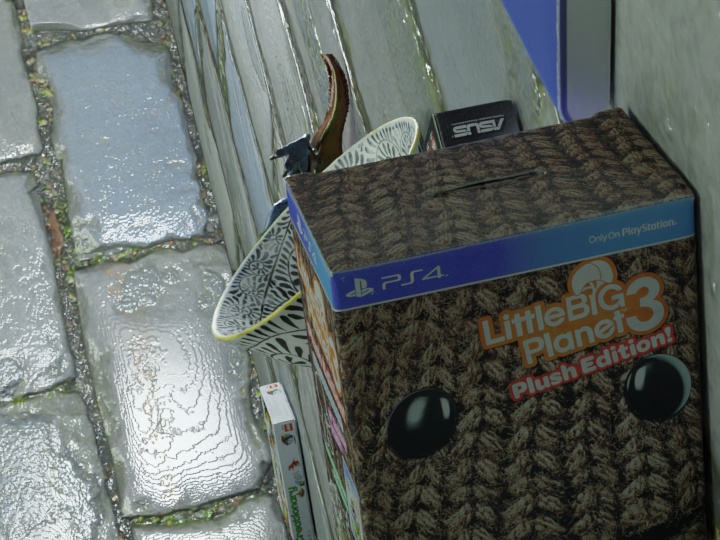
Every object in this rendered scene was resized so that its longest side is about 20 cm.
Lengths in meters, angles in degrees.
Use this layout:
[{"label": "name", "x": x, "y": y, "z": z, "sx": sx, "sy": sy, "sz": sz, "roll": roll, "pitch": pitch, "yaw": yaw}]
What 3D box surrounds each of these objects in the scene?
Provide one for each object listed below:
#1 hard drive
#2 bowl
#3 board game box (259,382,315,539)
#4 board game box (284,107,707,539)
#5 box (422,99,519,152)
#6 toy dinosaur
[{"label": "hard drive", "x": 0.077, "y": -0.181, "z": 1.025, "sx": 0.200, "sy": 0.025, "sz": 0.132, "roll": -110, "pitch": 11, "yaw": -48}, {"label": "bowl", "x": 0.000, "y": 0.000, "z": 1.459, "sx": 0.094, "sy": 0.201, "sz": 0.201, "roll": 43, "pitch": -178, "yaw": -16}, {"label": "board game box", "x": -0.103, "y": 0.275, "z": 3.045, "sx": 0.126, "sy": 0.035, "sz": 0.200, "roll": -118, "pitch": 18, "yaw": -66}, {"label": "board game box", "x": 0.064, "y": 0.049, "z": 0.964, "sx": 0.097, "sy": 0.159, "sz": 0.200, "roll": -117, "pitch": 16, "yaw": -60}, {"label": "box", "x": 0.073, "y": 0.011, "z": 1.262, "sx": 0.200, "sy": 0.048, "sz": 0.159, "roll": 101, "pitch": 156, "yaw": -72}, {"label": "toy dinosaur", "x": -0.020, "y": -0.066, "z": 1.888, "sx": 0.181, "sy": 0.105, "sz": 0.200, "roll": 44, "pitch": -109, "yaw": -81}]
